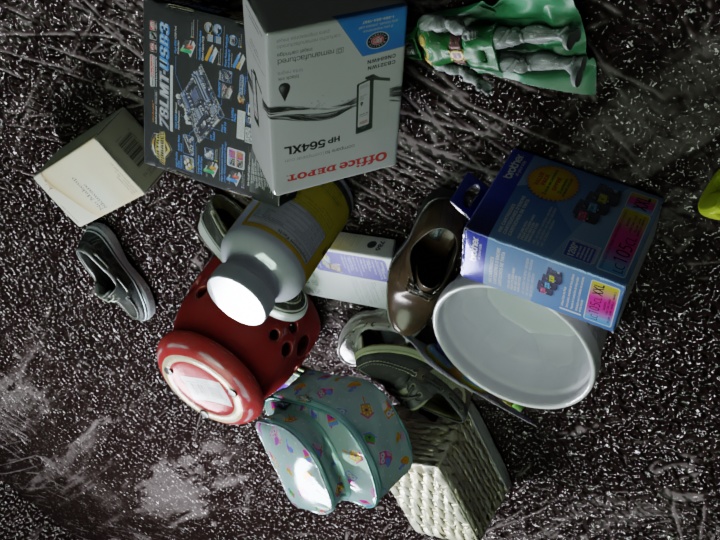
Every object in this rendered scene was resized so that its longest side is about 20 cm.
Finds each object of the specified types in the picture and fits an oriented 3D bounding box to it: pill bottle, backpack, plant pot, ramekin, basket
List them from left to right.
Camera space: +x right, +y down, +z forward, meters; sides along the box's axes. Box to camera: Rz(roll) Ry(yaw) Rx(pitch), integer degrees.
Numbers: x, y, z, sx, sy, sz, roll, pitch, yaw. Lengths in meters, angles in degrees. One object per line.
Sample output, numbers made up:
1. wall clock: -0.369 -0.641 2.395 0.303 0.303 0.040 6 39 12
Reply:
1. plant pot: -0.183 0.102 1.459 0.198 0.183 0.202 21 141 18
2. pill bottle: -0.097 -0.035 1.208 0.111 0.201 0.113 22 145 16
3. backpack: -0.033 0.233 1.363 0.198 0.153 0.178 -6 111 45
4. basket: 0.117 0.289 1.481 0.134 0.124 0.202 1 132 36
5. ramekin: 0.192 0.054 1.162 0.198 0.106 0.202 22 142 18

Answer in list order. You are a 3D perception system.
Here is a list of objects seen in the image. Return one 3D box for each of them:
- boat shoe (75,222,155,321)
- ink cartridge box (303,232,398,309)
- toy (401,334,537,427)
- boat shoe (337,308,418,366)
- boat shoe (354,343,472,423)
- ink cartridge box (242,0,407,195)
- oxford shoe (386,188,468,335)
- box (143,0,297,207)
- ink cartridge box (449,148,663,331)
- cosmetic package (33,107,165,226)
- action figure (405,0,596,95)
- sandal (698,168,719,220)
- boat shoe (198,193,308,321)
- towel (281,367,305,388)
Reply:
1. boat shoe: -0.402 0.017 1.629 0.071 0.071 0.201 5 136 34
2. ink cartridge box: 0.000 0.000 1.313 0.198 0.039 0.100 12 139 31
3. toy: 0.142 0.120 1.283 0.199 0.047 0.115 36 -176 -30
4. boat shoe: 0.016 0.097 1.384 0.071 0.070 0.200 40 144 -8
5. boat shoe: 0.076 0.153 1.343 0.199 0.067 0.071 23 146 -35
6. ink cartridge box: -0.035 -0.188 1.013 0.202 0.144 0.085 91 158 -47
7. oxford shoe: 0.068 0.007 1.179 0.072 0.085 0.202 15 128 0
8. box: -0.157 -0.195 1.148 0.196 0.050 0.203 19 119 24
9. ink cartridge box: 0.189 -0.039 1.028 0.197 0.137 0.077 20 141 19
10. cosmetic package: -0.363 -0.141 1.414 0.199 0.073 0.104 -18 120 48
11. action figure: 0.117 -0.212 0.962 0.198 0.055 0.119 12 142 35
12. sandal: 0.393 -0.078 0.878 0.087 0.080 0.200 38 153 -11
13. boat shoe: -0.142 -0.017 1.359 0.200 0.071 0.064 45 142 8
14. towel: -0.079 0.233 1.662 0.142 0.023 0.201 26 144 14
